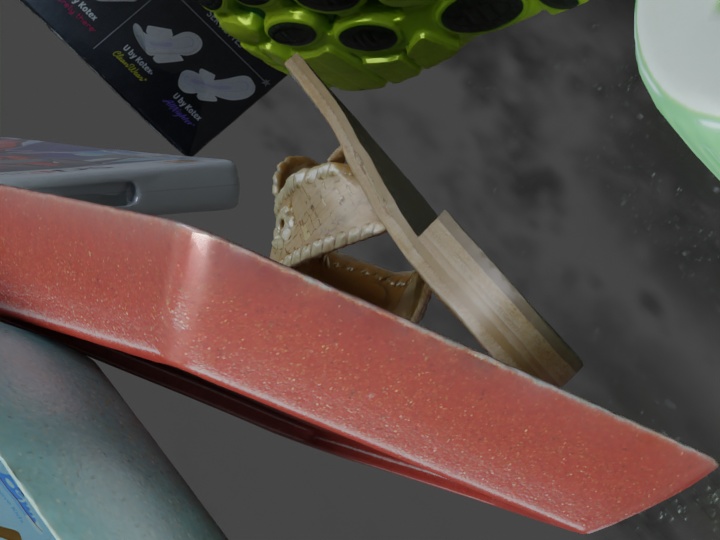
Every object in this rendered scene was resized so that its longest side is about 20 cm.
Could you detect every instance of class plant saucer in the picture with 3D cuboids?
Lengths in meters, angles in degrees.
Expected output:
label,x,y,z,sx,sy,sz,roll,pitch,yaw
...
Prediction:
label,x,y,z,sx,sy,sz,roll,pitch,yaw
plant saucer,-0.026,0.027,0.866,0.199,0.200,0.037,12,81,56
plant saucer,-0.061,0.082,0.854,0.039,0.201,0.201,-37,30,-6

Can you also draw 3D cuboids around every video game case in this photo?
label,x,y,z,sx,sy,sz,roll,pitch,yaw
video game case,-0.177,-0.035,1.162,0.200,0.182,0.023,7,101,55

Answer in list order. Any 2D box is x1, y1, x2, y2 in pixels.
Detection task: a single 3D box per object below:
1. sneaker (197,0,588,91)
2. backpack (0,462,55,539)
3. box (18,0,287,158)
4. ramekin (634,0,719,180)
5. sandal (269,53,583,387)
label,x,y,z,sx,sy,sz,roll,pitch,yaw
sneaker,0.028,-0.125,1.077,0.200,0.074,0.084,-13,42,30
backpack,-0.157,0.140,0.876,0.200,0.154,0.190,-38,-6,26
box,-0.087,-0.165,1.204,0.115,0.132,0.200,-40,33,11
ramekin,0.173,-0.085,0.810,0.200,0.098,0.200,-33,35,27
sandal,-0.003,-0.004,0.976,0.070,0.078,0.212,-42,36,1
